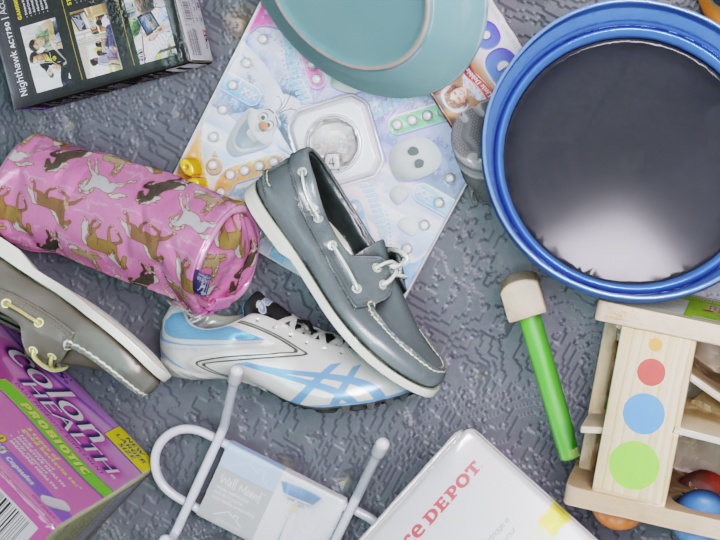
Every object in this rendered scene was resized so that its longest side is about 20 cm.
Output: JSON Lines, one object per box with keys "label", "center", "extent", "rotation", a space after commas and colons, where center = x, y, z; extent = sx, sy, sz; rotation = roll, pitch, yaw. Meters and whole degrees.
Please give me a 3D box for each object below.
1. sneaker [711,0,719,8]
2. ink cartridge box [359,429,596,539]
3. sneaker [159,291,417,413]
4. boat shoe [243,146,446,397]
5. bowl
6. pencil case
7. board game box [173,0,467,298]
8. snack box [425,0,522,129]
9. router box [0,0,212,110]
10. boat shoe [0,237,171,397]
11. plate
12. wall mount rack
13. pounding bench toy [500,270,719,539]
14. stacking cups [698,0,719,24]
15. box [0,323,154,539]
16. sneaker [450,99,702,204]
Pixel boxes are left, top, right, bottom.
{"label": "sneaker", "center": [0.325, -0.210, 1.134], "extent": [0.200, 0.078, 0.140], "rotation": [27, 65, -20]}
{"label": "ink cartridge box", "center": [0.104, 0.229, 1.182], "extent": [0.200, 0.083, 0.145], "rotation": [42, 89, 19]}
{"label": "sneaker", "center": [-0.051, 0.057, 1.249], "extent": [0.199, 0.072, 0.073], "rotation": [10, 104, 11]}
{"label": "boat shoe", "center": [0.000, 0.000, 1.205], "extent": [0.062, 0.073, 0.200], "rotation": [-42, 80, 17]}
{"label": "bowl", "center": [0.178, -0.076, 1.118], "extent": [0.200, 0.039, 0.201], "rotation": [0, 79, 1]}
{"label": "pencil case", "center": [-0.174, -0.034, 1.249], "extent": [0.200, 0.083, 0.087], "rotation": [20, 59, 22]}
{"label": "board game box", "center": [-0.020, -0.093, 1.250], "extent": [0.200, 0.026, 0.200], "rotation": [30, 102, 9]}
{"label": "snack box", "center": [0.045, -0.198, 1.207], "extent": [0.072, 0.024, 0.200], "rotation": [-32, 81, 2]}
{"label": "router box", "center": [-0.206, -0.232, 1.265], "extent": [0.149, 0.051, 0.200], "rotation": [-13, 93, 16]}
{"label": "boat shoe", "center": [-0.229, 0.039, 1.261], "extent": [0.202, 0.072, 0.060], "rotation": [34, 80, 16]}
{"label": "plate", "center": [-0.006, -0.200, 1.151], "extent": [0.200, 0.026, 0.200], "rotation": [23, 136, 24]}
{"label": "wall mount rack", "center": [-0.062, 0.160, 1.252], "extent": [0.200, 0.075, 0.174], "rotation": [26, 107, 4]}
{"label": "pounding bench toy", "center": [0.179, 0.093, 1.171], "extent": [0.200, 0.124, 0.156], "rotation": [12, 99, 12]}
{"label": "stacking cups", "center": [0.267, -0.142, 1.160], "extent": [0.060, 0.060, 0.200], "rotation": [-27, 88, 14]}
{"label": "box", "center": [-0.269, 0.133, 1.242], "extent": [0.176, 0.200, 0.097], "rotation": [45, 103, 6]}
{"label": "sneaker", "center": [0.161, -0.093, 1.192], "extent": [0.199, 0.082, 0.075], "rotation": [-8, 59, 0]}
